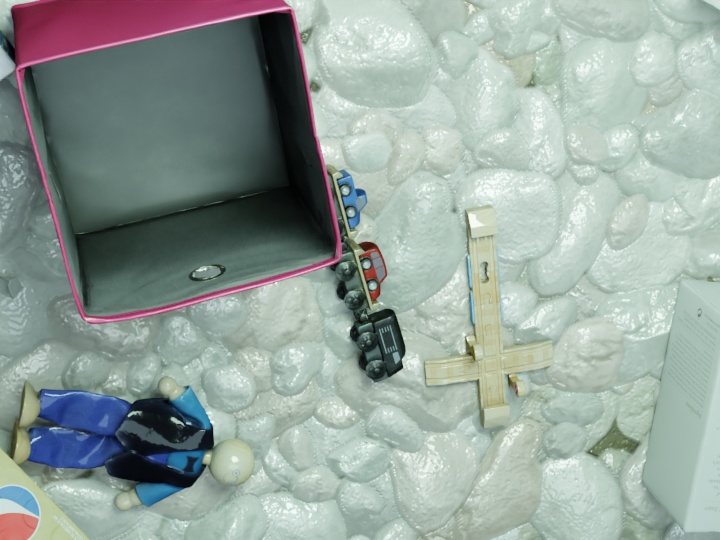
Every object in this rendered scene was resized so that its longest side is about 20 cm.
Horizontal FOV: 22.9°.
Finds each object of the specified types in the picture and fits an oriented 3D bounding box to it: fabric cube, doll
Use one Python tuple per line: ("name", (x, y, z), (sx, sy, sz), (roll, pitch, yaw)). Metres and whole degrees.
("fabric cube", (-0.141, -0.102, 1.315), (0.196, 0.199, 0.200), (-14, 112, -8))
("doll", (-0.186, 0.146, 1.474), (0.200, 0.048, 0.136), (10, 117, -14))

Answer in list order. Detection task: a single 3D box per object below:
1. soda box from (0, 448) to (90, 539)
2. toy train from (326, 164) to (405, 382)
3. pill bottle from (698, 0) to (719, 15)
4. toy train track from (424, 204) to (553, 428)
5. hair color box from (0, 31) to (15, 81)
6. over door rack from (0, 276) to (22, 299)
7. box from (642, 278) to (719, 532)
("soda box", (-0.314, 0.172, 1.427), (0.200, 0.064, 0.068), (50, 62, -19))
("toy train", (0.000, 0.000, 1.473), (0.046, 0.034, 0.200), (-20, 113, -9))
("pill bottle", (0.354, -0.281, 1.409), (0.114, 0.114, 0.200), (29, 101, -20))
("toy train track", (0.111, 0.044, 1.514), (0.115, 0.033, 0.200), (-9, 110, -10))
("hair color box", (-0.351, -0.204, 1.305), (0.100, 0.061, 0.200), (-36, 113, 2))
("over door rack", (-0.361, -0.007, 1.330), (0.148, 0.067, 0.200), (-53, 138, -27))
("box", (0.349, 0.120, 1.555), (0.152, 0.106, 0.200), (4, 108, -15))
